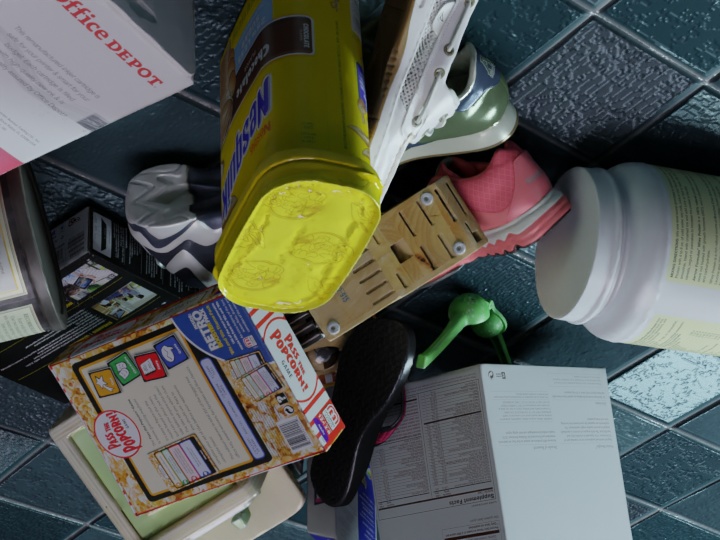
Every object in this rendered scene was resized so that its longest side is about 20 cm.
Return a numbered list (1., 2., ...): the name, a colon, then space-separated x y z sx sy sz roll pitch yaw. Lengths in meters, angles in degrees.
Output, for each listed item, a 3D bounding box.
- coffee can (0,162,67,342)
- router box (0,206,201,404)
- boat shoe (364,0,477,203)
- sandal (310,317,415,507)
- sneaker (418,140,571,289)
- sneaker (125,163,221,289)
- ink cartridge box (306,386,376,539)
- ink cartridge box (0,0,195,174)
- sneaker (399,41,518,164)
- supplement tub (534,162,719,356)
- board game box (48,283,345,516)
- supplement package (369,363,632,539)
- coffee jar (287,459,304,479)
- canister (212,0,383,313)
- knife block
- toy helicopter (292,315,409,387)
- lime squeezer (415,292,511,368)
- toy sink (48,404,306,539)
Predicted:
1. coffee can: -0.338 -0.003 1.324 0.200 0.147 0.146 -14 145 -5
2. router box: -0.243 0.035 1.495 0.200 0.051 0.149 -29 140 31
3. boat shoe: 0.038 -0.123 1.220 0.069 0.071 0.200 14 107 -21
4. sandal: 0.008 0.120 1.524 0.045 0.075 0.200 -5 129 -35
5. sneaker: 0.078 -0.050 1.413 0.200 0.074 0.087 -23 102 43
6. sneaker: -0.082 -0.032 1.402 0.199 0.080 0.130 -10 152 -3
7. ink cartridge box: -0.016 0.213 1.640 0.037 0.200 0.095 -17 141 17
8. ink cartridge box: -0.232 -0.158 1.201 0.200 0.083 0.147 -22 140 24
9. sneaker: 0.013 -0.117 1.300 0.200 0.067 0.090 -16 142 7
10. supplement tub: 0.256 -0.008 1.404 0.200 0.145 0.145 9 143 -17
11. board game box: -0.134 0.102 1.414 0.200 0.046 0.152 -21 104 28
12. supplement package: 0.125 0.195 1.563 0.147 0.200 0.191 -17 165 40
13. coffee jar: -0.159 0.165 1.656 0.200 0.085 0.104 -10 147 7
14. canister: -0.048 -0.094 1.209 0.086 0.200 0.149 10 142 -19
15. knife block: 0.000 0.000 1.425 0.200 0.064 0.176 -32 -177 3
16. toy helicopter: -0.010 0.082 1.587 0.132 0.079 0.200 -32 147 21
17. lime squeezer: 0.106 0.057 1.550 0.038 0.071 0.200 -7 170 26
18. toy sink: -0.158 0.176 1.546 0.130 0.112 0.200 -31 99 13
